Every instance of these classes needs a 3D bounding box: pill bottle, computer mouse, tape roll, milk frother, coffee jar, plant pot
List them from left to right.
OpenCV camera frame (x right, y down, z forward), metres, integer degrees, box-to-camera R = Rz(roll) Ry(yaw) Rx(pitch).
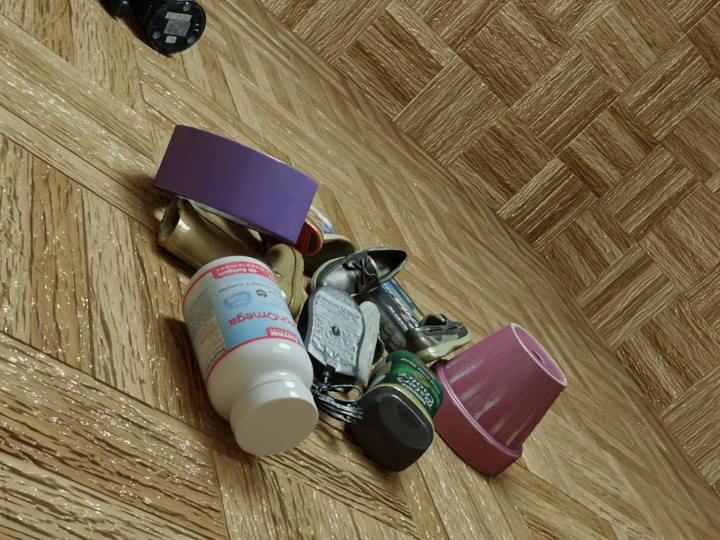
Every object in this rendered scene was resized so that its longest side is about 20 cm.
[{"bbox_3d":[-0.368,-0.540,1.710,0.180,0.200,0.189,15,34,-56],"label":"milk frother"},{"bbox_3d":[-0.161,-0.109,1.215,0.199,0.086,0.200,23,-3,1],"label":"tape roll"},{"bbox_3d":[-0.112,0.086,0.962,0.109,0.109,0.200,32,20,-42],"label":"pill bottle"},{"bbox_3d":[-0.050,0.099,1.158,0.138,0.053,0.201,32,37,-14],"label":"computer mouse"},{"bbox_3d":[0.049,0.179,1.214,0.104,0.085,0.200,46,15,-2],"label":"coffee jar"},{"bbox_3d":[0.214,0.187,1.466,0.200,0.179,0.200,41,16,-14],"label":"plant pot"}]

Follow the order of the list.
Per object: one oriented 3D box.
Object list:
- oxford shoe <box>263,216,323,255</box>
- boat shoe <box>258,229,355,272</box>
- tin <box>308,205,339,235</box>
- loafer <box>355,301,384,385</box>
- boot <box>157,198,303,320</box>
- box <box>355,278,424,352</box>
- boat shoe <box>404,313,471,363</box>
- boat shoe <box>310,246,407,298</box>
[{"bbox_3d":[-0.118,-0.089,1.355,0.200,0.072,0.072,35,33,27],"label":"oxford shoe"},{"bbox_3d":[-0.085,-0.045,1.455,0.199,0.072,0.072,5,36,-53],"label":"boat shoe"},{"bbox_3d":[-0.112,-0.098,1.581,0.200,0.042,0.112,43,11,-14],"label":"tin"},{"bbox_3d":[-0.001,0.102,1.308,0.070,0.070,0.200,39,24,-3],"label":"loafer"},{"bbox_3d":[-0.163,-0.030,1.211,0.200,0.066,0.175,38,16,-26],"label":"boot"},{"bbox_3d":[0.043,0.059,1.583,0.200,0.046,0.159,52,16,18],"label":"box"},{"bbox_3d":[0.122,0.099,1.480,0.201,0.071,0.066,-21,94,-65],"label":"boat shoe"},{"bbox_3d":[0.000,0.000,1.459,0.200,0.065,0.074,-31,94,-49],"label":"boat shoe"}]
